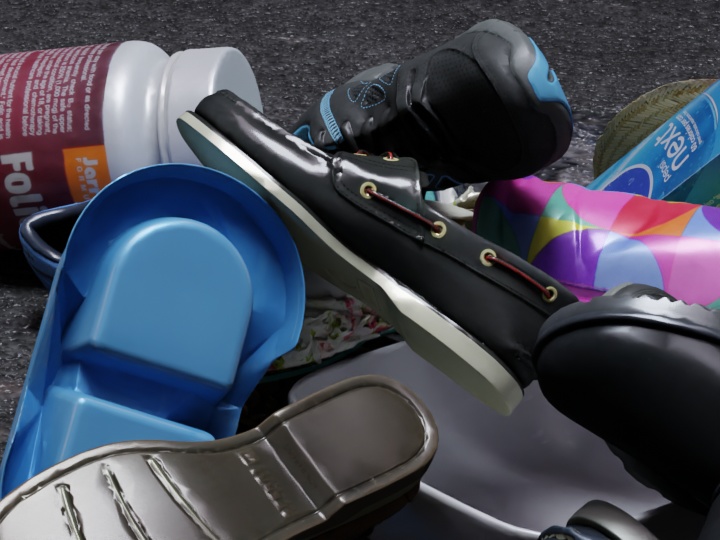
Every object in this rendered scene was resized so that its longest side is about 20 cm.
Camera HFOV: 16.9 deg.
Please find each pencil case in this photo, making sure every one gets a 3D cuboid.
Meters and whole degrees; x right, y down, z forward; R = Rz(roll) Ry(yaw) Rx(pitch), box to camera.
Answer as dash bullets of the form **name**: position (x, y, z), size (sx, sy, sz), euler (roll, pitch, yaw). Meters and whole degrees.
- **pencil case**: position (0.145, 0.008, 1.119), size (0.199, 0.089, 0.088), euler (10, 23, 25)

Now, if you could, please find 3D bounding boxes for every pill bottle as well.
- **pill bottle**: position (-0.162, -0.071, 1.389), size (0.199, 0.115, 0.114), euler (-4, 20, 16)

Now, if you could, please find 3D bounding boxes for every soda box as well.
- **soda box**: position (0.147, -0.016, 1.208), size (0.068, 0.200, 0.064), euler (35, 37, -19)

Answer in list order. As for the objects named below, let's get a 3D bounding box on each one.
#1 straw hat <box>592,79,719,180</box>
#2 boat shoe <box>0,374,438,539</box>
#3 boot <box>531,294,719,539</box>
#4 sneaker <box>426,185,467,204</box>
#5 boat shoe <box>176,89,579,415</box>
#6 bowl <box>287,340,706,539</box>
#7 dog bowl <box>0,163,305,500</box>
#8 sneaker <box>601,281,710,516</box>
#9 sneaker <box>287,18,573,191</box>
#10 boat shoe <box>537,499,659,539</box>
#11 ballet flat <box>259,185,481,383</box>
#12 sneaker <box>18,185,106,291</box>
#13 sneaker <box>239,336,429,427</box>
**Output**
- **straw hat**: position (0.197, -0.003, 1.290), size (0.200, 0.201, 0.085), euler (14, 56, 26)
- **boat shoe**: position (-0.060, 0.105, 0.962), size (0.199, 0.068, 0.072), euler (-13, 58, -28)
- **boot**: position (0.122, 0.112, 0.872), size (0.164, 0.066, 0.201), euler (13, 52, 10)
- **sneaker**: position (0.014, -0.034, 1.337), size (0.079, 0.078, 0.200), euler (-24, 27, -10)
- **boat shoe**: position (0.006, -0.019, 1.087), size (0.201, 0.063, 0.074), euler (36, -11, 11)
- **bowl**: position (0.087, 0.094, 1.104), size (0.199, 0.075, 0.199), euler (-16, 28, -35)
- **dog bowl**: position (-0.095, 0.054, 1.052), size (0.111, 0.201, 0.050), euler (19, -12, -19)
- **sneaker**: position (0.169, 0.082, 0.986), size (0.075, 0.200, 0.079), euler (-36, -3, -33)
- **sneaker**: position (0.026, -0.060, 1.124), size (0.082, 0.073, 0.200), euler (-31, 8, -26)
- **boat shoe**: position (0.130, 0.168, 0.907), size (0.062, 0.075, 0.200), euler (-34, 62, -22)
- **ballet flat**: position (0.000, 0.000, 1.169), size (0.199, 0.064, 0.075), euler (-17, 30, -42)
- **sneaker**: position (-0.089, -0.014, 1.288), size (0.199, 0.078, 0.066), euler (-4, 62, 23)
- **sneaker**: position (-0.057, 0.038, 1.234), size (0.199, 0.067, 0.090), euler (3, 27, 10)
